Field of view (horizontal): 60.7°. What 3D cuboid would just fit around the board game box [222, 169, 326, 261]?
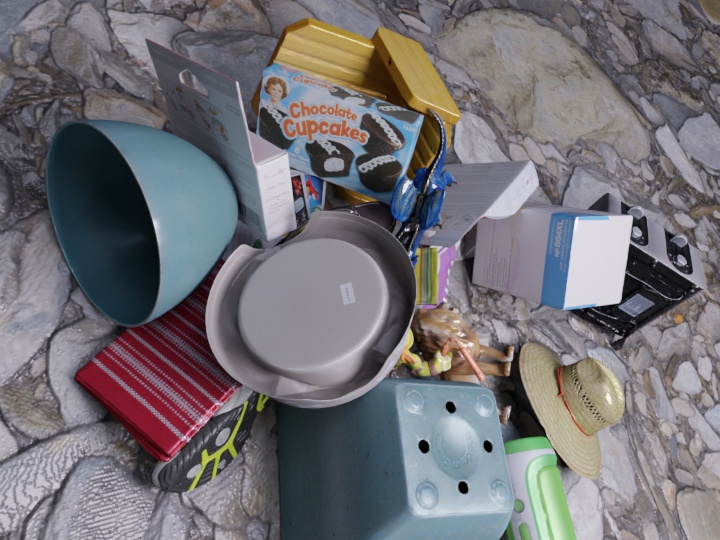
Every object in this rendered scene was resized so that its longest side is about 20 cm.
[{"bbox_3d":[-0.112,-0.040,0.757,0.126,0.035,0.201,9,59,-10],"label":"board game box"}]

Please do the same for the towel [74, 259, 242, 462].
[{"bbox_3d":[-0.170,0.080,0.629,0.144,0.023,0.200,31,58,23],"label":"towel"}]

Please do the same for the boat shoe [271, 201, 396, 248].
[{"bbox_3d":[-0.019,-0.041,0.731,0.200,0.065,0.073,-31,82,-40],"label":"boat shoe"}]

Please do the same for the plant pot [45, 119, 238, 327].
[{"bbox_3d":[-0.207,-0.060,0.632,0.135,0.200,0.200,-25,79,-46],"label":"plant pot"}]

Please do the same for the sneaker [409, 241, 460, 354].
[{"bbox_3d":[0.096,0.035,0.843,0.114,0.073,0.201,46,61,-5],"label":"sneaker"}]

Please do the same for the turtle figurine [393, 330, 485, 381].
[{"bbox_3d":[0.029,0.093,0.702,0.200,0.161,0.065,30,65,-10],"label":"turtle figurine"}]

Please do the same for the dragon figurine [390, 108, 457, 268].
[{"bbox_3d":[0.073,-0.084,0.739,0.059,0.201,0.099,22,26,12],"label":"dragon figurine"}]

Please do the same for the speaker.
[{"bbox_3d":[0.217,0.311,0.748,0.088,0.088,0.201,6,62,-28],"label":"speaker"}]

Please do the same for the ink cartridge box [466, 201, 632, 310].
[{"bbox_3d":[0.262,-0.030,0.894,0.128,0.200,0.126,-4,104,-34],"label":"ink cartridge box"}]

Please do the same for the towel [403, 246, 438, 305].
[{"bbox_3d":[0.000,0.000,0.780,0.199,0.018,0.086,4,55,-2],"label":"towel"}]

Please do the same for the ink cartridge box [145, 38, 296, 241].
[{"bbox_3d":[-0.150,-0.149,0.668,0.045,0.177,0.200,-29,44,-29],"label":"ink cartridge box"}]

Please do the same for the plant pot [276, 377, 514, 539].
[{"bbox_3d":[0.044,0.201,0.631,0.195,0.200,0.197,9,61,-28],"label":"plant pot"}]

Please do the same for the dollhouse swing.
[{"bbox_3d":[-0.018,-0.193,0.799,0.175,0.200,0.182,-7,62,-37],"label":"dollhouse swing"}]

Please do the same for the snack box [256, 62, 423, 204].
[{"bbox_3d":[-0.032,-0.169,0.769,0.199,0.116,0.037,22,39,8],"label":"snack box"}]

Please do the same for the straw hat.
[{"bbox_3d":[0.310,0.171,0.841,0.201,0.085,0.201,34,37,-30],"label":"straw hat"}]

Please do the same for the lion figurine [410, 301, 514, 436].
[{"bbox_3d":[0.125,0.134,0.765,0.122,0.201,0.073,5,31,18],"label":"lion figurine"}]

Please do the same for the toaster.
[{"bbox_3d":[0.407,0.001,0.978,0.181,0.200,0.119,31,49,-4],"label":"toaster"}]

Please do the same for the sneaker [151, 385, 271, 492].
[{"bbox_3d":[-0.149,0.140,0.644,0.076,0.076,0.200,23,51,20],"label":"sneaker"}]

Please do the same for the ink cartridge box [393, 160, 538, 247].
[{"bbox_3d":[0.133,-0.083,0.874,0.200,0.162,0.057,-49,124,-26],"label":"ink cartridge box"}]

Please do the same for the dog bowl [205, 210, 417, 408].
[{"bbox_3d":[-0.043,0.039,0.589,0.199,0.059,0.201,-5,57,8],"label":"dog bowl"}]
